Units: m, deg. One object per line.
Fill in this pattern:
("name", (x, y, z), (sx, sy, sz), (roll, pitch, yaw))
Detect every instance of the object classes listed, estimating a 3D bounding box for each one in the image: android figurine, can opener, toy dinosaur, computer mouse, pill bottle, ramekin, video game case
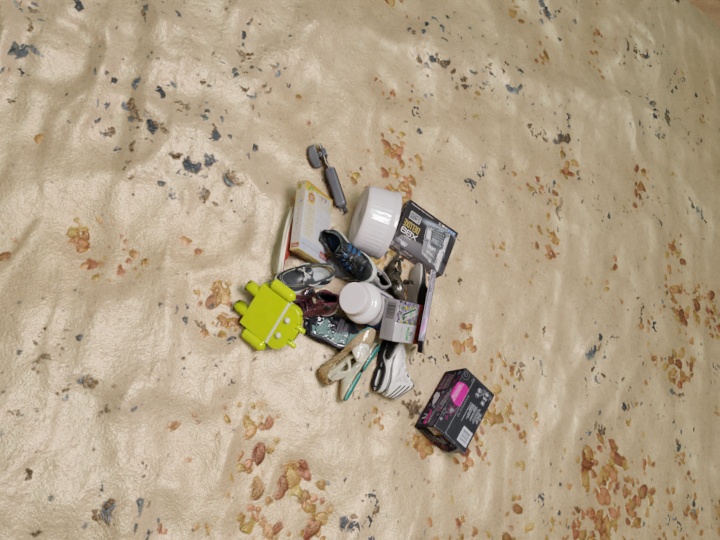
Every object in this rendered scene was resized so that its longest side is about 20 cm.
("android figurine", (-0.231, 0.120, 1.569), (0.199, 0.041, 0.184), (37, 100, 10))
("can opener", (-0.101, -0.278, 1.800), (0.065, 0.053, 0.204), (-19, 85, 4))
("toy dinosaur", (0.099, 0.026, 1.788), (0.076, 0.102, 0.204), (-4, 65, -37))
("computer mouse", (-0.095, 0.151, 1.682), (0.197, 0.053, 0.140), (28, 67, -4))
("pill bottle", (0.021, 0.096, 1.661), (0.199, 0.109, 0.114), (31, 56, -61))
("ramekin", (0.037, -0.142, 1.744), (0.096, 0.200, 0.205), (17, 69, -12))
("video game case", (0.185, 0.116, 1.705), (0.019, 0.143, 0.204), (11, 72, 8))

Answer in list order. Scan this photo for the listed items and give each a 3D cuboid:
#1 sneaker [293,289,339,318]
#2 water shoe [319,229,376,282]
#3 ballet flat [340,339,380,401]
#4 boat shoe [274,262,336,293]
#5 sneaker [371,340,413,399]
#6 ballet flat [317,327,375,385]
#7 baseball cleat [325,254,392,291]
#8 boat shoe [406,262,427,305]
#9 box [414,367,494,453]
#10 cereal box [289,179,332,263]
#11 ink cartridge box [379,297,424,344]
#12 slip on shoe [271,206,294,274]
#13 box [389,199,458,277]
("sneaker", (-0.145, 0.084, 1.600), (0.195, 0.116, 0.077), (-11, 75, -17))
("water shoe", (-0.040, -0.038, 1.666), (0.200, 0.072, 0.078), (42, 17, 27))
("ballet flat", (-0.017, 0.270, 1.689), (0.061, 0.068, 0.201), (28, 58, 14))
("boat shoe", (-0.146, 0.012, 1.647), (0.198, 0.060, 0.077), (-14, 69, -51))
("sneaker", (0.108, 0.271, 1.746), (0.114, 0.075, 0.204), (32, 67, -28))
("ballet flat", (-0.027, 0.238, 1.632), (0.199, 0.066, 0.070), (-43, 133, 6))
("baseball cleat", (0.000, 0.000, 1.731), (0.196, 0.106, 0.071), (22, 71, -16))
("boat shoe", (0.177, 0.081, 1.819), (0.059, 0.074, 0.205), (13, 74, -22))
("box", (0.272, 0.405, 1.756), (0.132, 0.114, 0.201), (42, 64, -12))
("cereal box", (-0.135, -0.129, 1.699), (0.143, 0.039, 0.205), (34, 57, -56))
("ink cartridge box", (0.133, 0.144, 1.687), (0.198, 0.050, 0.112), (15, 84, -52))
("slip on shoe", (-0.197, -0.080, 1.680), (0.060, 0.074, 0.204), (23, 63, -22))
("box", (0.193, -0.097, 1.887), (0.198, 0.050, 0.160), (33, 65, -15))
